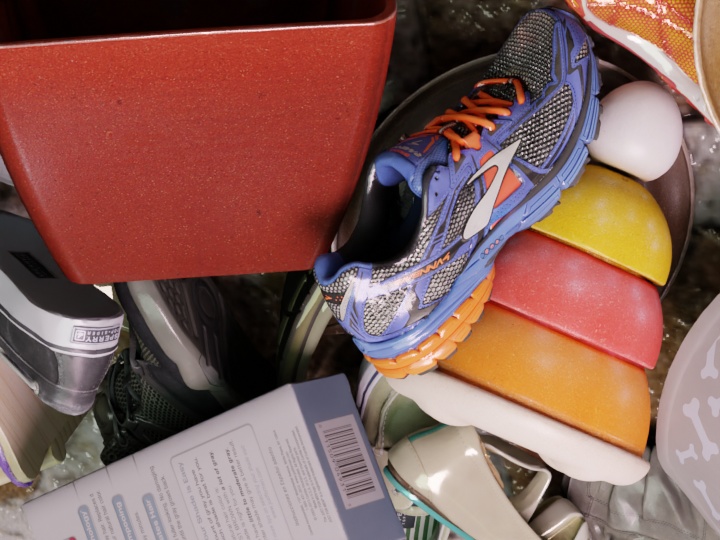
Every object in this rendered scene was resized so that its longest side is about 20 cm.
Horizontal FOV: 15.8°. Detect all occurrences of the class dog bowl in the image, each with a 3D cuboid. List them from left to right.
[{"bbox_3d":[0.252,0.073,1.322,0.199,0.059,0.201,-12,123,-18],"label":"dog bowl"}]

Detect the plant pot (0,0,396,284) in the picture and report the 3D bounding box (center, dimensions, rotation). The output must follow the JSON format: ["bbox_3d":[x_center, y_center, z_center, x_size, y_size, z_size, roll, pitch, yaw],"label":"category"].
[{"bbox_3d":[-0.090,-0.105,1.304,0.199,0.200,0.177,-4,131,-4],"label":"plant pot"}]

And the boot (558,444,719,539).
[{"bbox_3d":[0.179,0.111,1.442,0.130,0.068,0.200,27,125,11],"label":"boot"}]

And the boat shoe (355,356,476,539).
[{"bbox_3d":[0.034,0.110,1.468,0.072,0.062,0.200,-4,138,-4],"label":"boat shoe"}]

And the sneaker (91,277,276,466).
[{"bbox_3d":[-0.117,0.061,1.471,0.114,0.076,0.200,-15,145,12],"label":"sneaker"}]

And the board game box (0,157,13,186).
[{"bbox_3d":[-0.228,-0.153,1.454,0.199,0.026,0.200,21,125,8],"label":"board game box"}]

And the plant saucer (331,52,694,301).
[{"bbox_3d":[0.077,-0.027,1.362,0.199,0.032,0.201,-7,117,-15],"label":"plant saucer"}]

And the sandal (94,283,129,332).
[{"bbox_3d":[-0.137,-0.040,1.449,0.080,0.057,0.201,-9,129,-2],"label":"sandal"}]

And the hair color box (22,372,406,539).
[{"bbox_3d":[-0.083,0.139,1.428,0.200,0.061,0.099,-25,81,30],"label":"hair color box"}]

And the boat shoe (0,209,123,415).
[{"bbox_3d":[-0.193,0.020,1.447,0.199,0.073,0.068,34,116,47],"label":"boat shoe"}]

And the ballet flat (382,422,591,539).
[{"bbox_3d":[0.091,0.143,1.437,0.069,0.070,0.200,-18,136,29],"label":"ballet flat"}]

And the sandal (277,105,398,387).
[{"bbox_3d":[0.000,0.000,1.427,0.057,0.080,0.201,20,127,-13],"label":"sandal"}]

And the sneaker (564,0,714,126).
[{"bbox_3d":[0.156,-0.139,1.301,0.200,0.073,0.077,36,105,-9],"label":"sneaker"}]

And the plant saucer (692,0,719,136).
[{"bbox_3d":[0.258,-0.121,1.249,0.199,0.035,0.201,0,107,0],"label":"plant saucer"}]

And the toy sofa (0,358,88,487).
[{"bbox_3d":[-0.255,0.041,1.543,0.083,0.098,0.200,-20,112,30],"label":"toy sofa"}]

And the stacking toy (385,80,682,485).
[{"bbox_3d":[0.110,-0.002,1.317,0.146,0.146,0.201,23,87,6],"label":"stacking toy"}]

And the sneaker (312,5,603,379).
[{"bbox_3d":[0.049,-0.046,1.259,0.078,0.200,0.075,38,167,-34],"label":"sneaker"}]
